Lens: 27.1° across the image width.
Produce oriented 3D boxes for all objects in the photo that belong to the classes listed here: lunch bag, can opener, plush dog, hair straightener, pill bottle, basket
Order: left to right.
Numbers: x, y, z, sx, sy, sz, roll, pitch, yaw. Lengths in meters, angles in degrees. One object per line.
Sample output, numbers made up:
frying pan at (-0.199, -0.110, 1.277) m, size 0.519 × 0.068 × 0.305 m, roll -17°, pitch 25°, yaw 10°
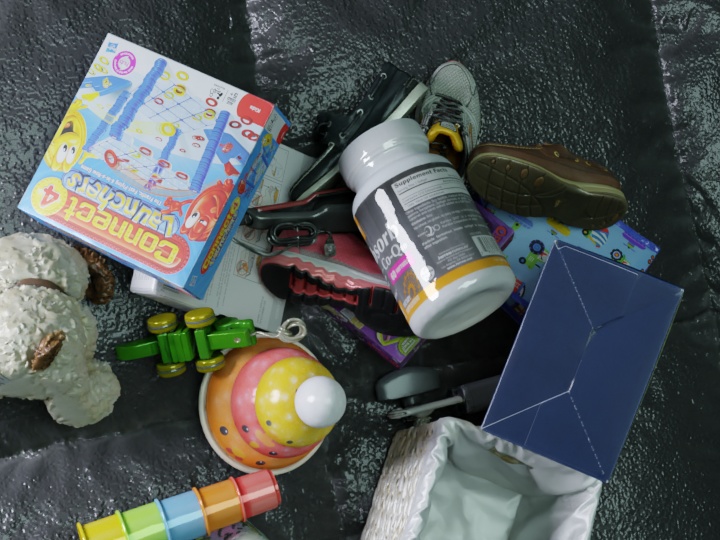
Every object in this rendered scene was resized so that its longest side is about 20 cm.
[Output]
plush dog at (-0.317, 0.040, 1.423) m, size 0.198 × 0.161 × 0.173 m, roll 6°, pitch 55°, yaw -23°
hair straightener at (-0.050, -0.049, 1.513) m, size 0.199 × 0.041 × 0.077 m, roll -5°, pitch 40°, yaw -35°
pill bottle at (0.061, -0.043, 1.478) m, size 0.116 × 0.117 × 0.201 m, roll -19°, pitch 68°, yaw -22°
can opener at (0.115, 0.128, 1.620) m, size 0.198 × 0.053 × 0.067 m, roll -8°, pitch 86°, yaw -23°
basket at (0.114, 0.274, 1.544) m, size 0.197 × 0.161 × 0.202 m, roll 22°, pitch 77°, yaw -18°
lunch bag at (0.204, -0.021, 1.663) m, size 0.200 × 0.094 × 0.151 m, roll 40°, pitch 73°, yaw -2°

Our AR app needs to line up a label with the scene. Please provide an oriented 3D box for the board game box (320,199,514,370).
board game box at (0.060, -0.004, 1.603) m, size 0.120 × 0.032 × 0.200 m, roll 37°, pitch 70°, yaw 17°

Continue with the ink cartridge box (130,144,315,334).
ink cartridge box at (-0.140, -0.050, 1.546) m, size 0.176 × 0.044 × 0.202 m, roll 23°, pitch 74°, yaw -44°

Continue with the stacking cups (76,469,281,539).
stacking cups at (-0.176, 0.244, 1.469) m, size 0.198 × 0.060 × 0.061 m, roll -18°, pitch 90°, yaw -13°

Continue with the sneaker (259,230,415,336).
sneaker at (0.000, 0.000, 1.547) m, size 0.199 × 0.074 × 0.087 m, roll 19°, pitch 54°, yaw 1°

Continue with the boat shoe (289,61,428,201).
boat shoe at (-0.016, -0.149, 1.592) m, size 0.066 × 0.075 × 0.199 m, roll 45°, pitch 78°, yaw 2°

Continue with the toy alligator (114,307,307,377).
toy alligator at (-0.146, 0.065, 1.496) m, size 0.198 × 0.054 × 0.060 m, roll -8°, pitch 107°, yaw 9°

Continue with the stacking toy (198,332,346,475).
stacking toy at (-0.068, 0.128, 1.467) m, size 0.145 × 0.200 × 0.148 m, roll 3°, pitch 82°, yaw -21°

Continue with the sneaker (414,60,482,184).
sneaker at (0.096, -0.144, 1.610) m, size 0.077 × 0.082 × 0.201 m, roll 8°, pitch 60°, yaw -2°

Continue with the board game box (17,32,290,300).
board game box at (-0.201, -0.103, 1.454) m, size 0.199 × 0.056 × 0.197 m, roll 24°, pitch 82°, yaw 17°

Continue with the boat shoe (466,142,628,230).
boat shoe at (0.196, -0.100, 1.605) m, size 0.199 × 0.072 × 0.068 m, roll 14°, pitch 48°, yaw -27°

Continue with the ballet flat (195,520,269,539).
ballet flat at (-0.092, 0.324, 1.503) m, size 0.069 × 0.071 × 0.201 m, roll -36°, pitch 97°, yaw -20°

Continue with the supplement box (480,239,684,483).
supplement box at (0.227, 0.089, 1.501) m, size 0.133 × 0.200 × 0.201 m, roll 22°, pitch 92°, yaw 12°
